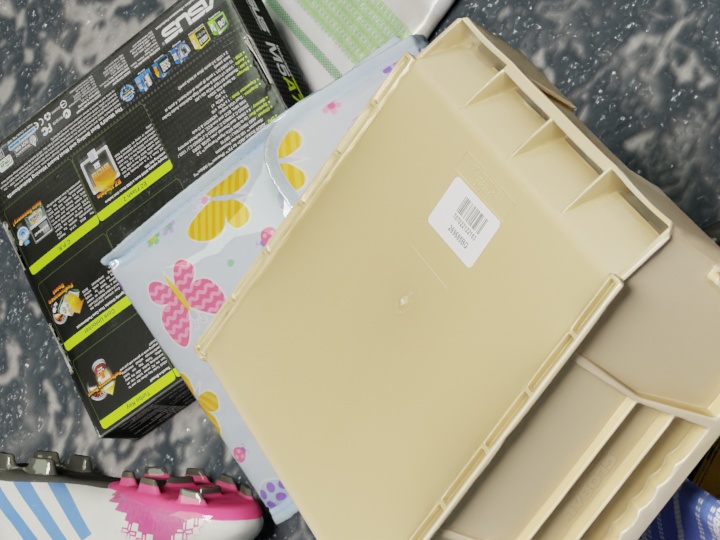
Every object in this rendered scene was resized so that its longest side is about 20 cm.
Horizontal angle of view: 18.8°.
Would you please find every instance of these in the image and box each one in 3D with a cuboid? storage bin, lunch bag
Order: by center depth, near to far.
[{"bbox_3d":[0.048,0.027,0.907,0.199,0.094,0.200,-53,38,13],"label":"storage bin"},{"bbox_3d":[0.000,0.000,1.087,0.200,0.127,0.170,-35,86,19],"label":"lunch bag"}]

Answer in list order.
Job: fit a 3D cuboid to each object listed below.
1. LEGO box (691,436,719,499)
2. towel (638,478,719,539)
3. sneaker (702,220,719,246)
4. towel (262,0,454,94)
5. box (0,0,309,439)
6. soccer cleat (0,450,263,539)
[{"bbox_3d":[0.246,0.071,0.939,0.149,0.077,0.200,29,92,40],"label":"LEGO box"},{"bbox_3d":[0.180,0.161,0.907,0.200,0.145,0.024,33,64,32],"label":"towel"},{"bbox_3d":[0.137,0.026,0.998,0.200,0.076,0.116,-59,3,41],"label":"sneaker"},{"bbox_3d":[-0.034,-0.142,1.259,0.200,0.031,0.149,-50,51,11],"label":"towel"},{"bbox_3d":[-0.105,-0.035,1.237,0.200,0.048,0.193,-36,72,21],"label":"box"},{"bbox_3d":[-0.132,0.151,1.209,0.200,0.070,0.086,4,92,40],"label":"soccer cleat"}]
